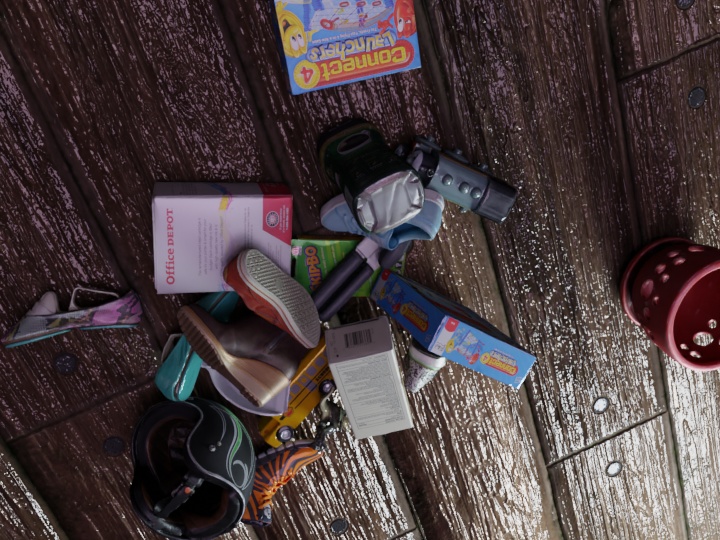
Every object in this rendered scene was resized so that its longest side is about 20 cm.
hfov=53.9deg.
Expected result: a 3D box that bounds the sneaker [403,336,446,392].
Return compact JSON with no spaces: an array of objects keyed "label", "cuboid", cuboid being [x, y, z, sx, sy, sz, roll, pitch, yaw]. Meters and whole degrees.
[{"label":"sneaker","cuboid":[0.097,0.150,1.154,0.076,0.200,0.090,30,96,12]}]

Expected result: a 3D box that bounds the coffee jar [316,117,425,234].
[{"label":"coffee jar","cuboid":[0.008,-0.140,1.005,0.103,0.201,0.086,-26,129,-4]}]

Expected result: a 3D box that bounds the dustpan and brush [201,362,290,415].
[{"label":"dustpan and brush","cuboid":[-0.211,0.150,1.127,0.196,0.057,0.142,7,89,12]}]

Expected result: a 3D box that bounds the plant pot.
[{"label":"plant pot","cuboid":[0.568,0.045,1.236,0.197,0.183,0.204,-5,113,-13]}]

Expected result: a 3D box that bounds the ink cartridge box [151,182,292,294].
[{"label":"ink cartridge box","cuboid":[-0.203,-0.051,1.044,0.196,0.086,0.150,0,112,-15]}]

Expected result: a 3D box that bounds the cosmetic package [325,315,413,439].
[{"label":"cosmetic package","cuboid":[0.016,0.172,1.114,0.103,0.072,0.202,-12,132,2]}]

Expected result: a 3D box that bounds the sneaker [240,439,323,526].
[{"label":"sneaker","cuboid":[-0.146,0.366,1.197,0.197,0.113,0.078,-21,148,1]}]

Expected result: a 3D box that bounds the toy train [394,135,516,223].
[{"label":"toy train","cuboid":[0.146,-0.140,1.089,0.198,0.114,0.086,22,104,-22]}]

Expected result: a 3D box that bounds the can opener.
[{"label":"can opener","cuboid":[0.000,0.000,1.100,0.200,0.067,0.053,-47,114,-2]}]

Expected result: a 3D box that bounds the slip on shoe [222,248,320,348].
[{"label":"slip on shoe","cuboid":[-0.124,0.045,1.032,0.060,0.075,0.200,-17,133,31]}]

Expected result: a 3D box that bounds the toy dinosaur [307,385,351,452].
[{"label":"toy dinosaur","cuboid":[-0.054,0.251,1.163,0.047,0.201,0.089,19,70,13]}]

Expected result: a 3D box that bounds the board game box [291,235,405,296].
[{"label":"board game box","cuboid":[-0.026,-0.006,1.142,0.197,0.030,0.097,0,110,-18]}]

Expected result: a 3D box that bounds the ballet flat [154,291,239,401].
[{"label":"ballet flat","cuboid":[-0.259,0.098,1.089,0.070,0.067,0.202,22,78,17]}]

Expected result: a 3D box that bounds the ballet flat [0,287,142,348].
[{"label":"ballet flat","cuboid":[-0.426,0.062,1.045,0.197,0.069,0.072,-9,95,-16]}]

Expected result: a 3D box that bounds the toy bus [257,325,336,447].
[{"label":"toy bus","cuboid":[-0.102,0.194,1.177,0.078,0.065,0.200,40,96,-25]}]

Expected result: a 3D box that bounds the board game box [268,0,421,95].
[{"label":"board game box","cuboid":[-0.026,-0.367,0.987,0.197,0.056,0.199,-15,113,-9]}]

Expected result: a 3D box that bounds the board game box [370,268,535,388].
[{"label":"board game box","cuboid":[0.140,0.087,1.104,0.198,0.196,0.056,25,98,-31]}]

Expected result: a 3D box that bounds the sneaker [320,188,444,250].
[{"label":"sneaker","cuboid":[0.025,-0.072,1.056,0.197,0.083,0.074,-6,145,24]}]

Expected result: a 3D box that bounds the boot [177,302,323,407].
[{"label":"boot","cuboid":[-0.164,0.085,1.075,0.201,0.072,0.167,49,56,-15]}]

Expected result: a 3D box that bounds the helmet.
[{"label":"helmet","cuboid":[-0.260,0.297,1.105,0.196,0.192,0.203,-7,123,-10]}]
